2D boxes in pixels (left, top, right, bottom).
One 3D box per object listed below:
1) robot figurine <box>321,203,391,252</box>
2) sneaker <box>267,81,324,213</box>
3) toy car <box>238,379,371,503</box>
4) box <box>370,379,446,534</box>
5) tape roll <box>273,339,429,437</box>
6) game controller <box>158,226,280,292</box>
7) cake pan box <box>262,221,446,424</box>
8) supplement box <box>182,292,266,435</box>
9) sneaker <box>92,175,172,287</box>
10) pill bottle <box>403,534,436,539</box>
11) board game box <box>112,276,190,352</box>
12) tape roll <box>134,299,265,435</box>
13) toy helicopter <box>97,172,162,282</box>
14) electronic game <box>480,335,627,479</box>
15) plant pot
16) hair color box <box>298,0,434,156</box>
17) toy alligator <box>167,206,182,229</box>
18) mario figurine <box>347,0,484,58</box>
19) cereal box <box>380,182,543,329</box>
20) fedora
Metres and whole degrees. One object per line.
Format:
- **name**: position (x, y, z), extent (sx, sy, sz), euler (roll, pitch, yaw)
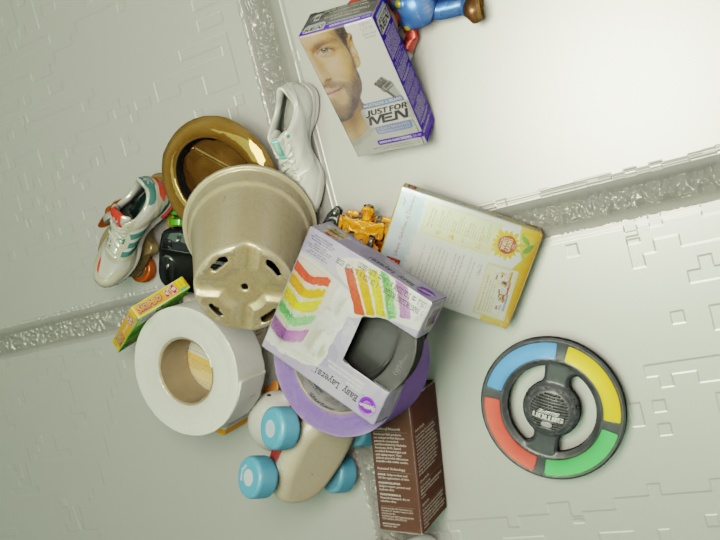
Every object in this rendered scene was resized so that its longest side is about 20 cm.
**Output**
- **robot figurine**: position (0.000, 0.000, 1.238), extent (0.144, 0.058, 0.201), euler (13, 105, 13)
- **sneaker**: position (-0.104, -0.173, 1.246), extent (0.075, 0.088, 0.201), euler (2, 100, 24)
- **toy car**: position (-0.109, 0.231, 1.306), extent (0.200, 0.184, 0.177), euler (46, 119, 43)
- **box**: position (0.069, 0.267, 1.237), extent (0.075, 0.100, 0.201), euler (0, 99, 27)
- **tape roll**: position (-0.013, 0.117, 1.152), extent (0.199, 0.085, 0.201), euler (5, 100, 29)
- **game controller**: position (-0.221, -0.007, 1.337), extent (0.199, 0.042, 0.105), euler (9, 117, 5)
- **cake pan box**: position (-0.009, 0.067, 1.067), extent (0.200, 0.052, 0.185), euler (33, 114, 21)
- **supplement box**: position (-0.233, 0.145, 1.376), extent (0.126, 0.073, 0.201), euler (21, 108, 22)
- **sneaker**: position (-0.371, -0.065, 1.324), extent (0.070, 0.093, 0.200), euler (38, 97, 19)
- **pill bottle**: position (0.035, 0.482, 1.286), extent (0.200, 0.112, 0.113), euler (-31, 85, 27)
- **board game box**: position (-0.338, 0.074, 1.356), extent (0.030, 0.095, 0.200), euler (52, 148, 5)
- **tape roll**: position (-0.247, 0.147, 1.301), extent (0.202, 0.071, 0.203), euler (5, 100, 27)
- **toy helicopter**: position (-0.374, -0.083, 1.413), extent (0.132, 0.079, 0.200), euler (44, 108, 23)
- **electronic game**: position (0.261, 0.188, 1.161), extent (0.199, 0.042, 0.201), euler (5, 102, 25)
- **plant pot**: position (-0.159, -0.020, 1.187), extent (0.199, 0.184, 0.201), euler (-2, 120, -3)
- **hair color box**: position (0.012, -0.253, 1.132), extent (0.109, 0.065, 0.200), euler (-7, 131, 27)
- **toy alligator**: position (-0.287, -0.084, 1.371), extent (0.059, 0.054, 0.201), euler (5, 102, 25)
- **mario figurine**: position (0.059, -0.334, 1.127), extent (0.199, 0.106, 0.124), euler (-13, 91, 25)
- **cereal box**: position (0.130, -0.020, 1.158), extent (0.199, 0.040, 0.144), euler (20, 108, 4)
- **fedora**: position (-0.205, -0.143, 1.305), extent (0.200, 0.082, 0.202), euler (5, 105, 18)
